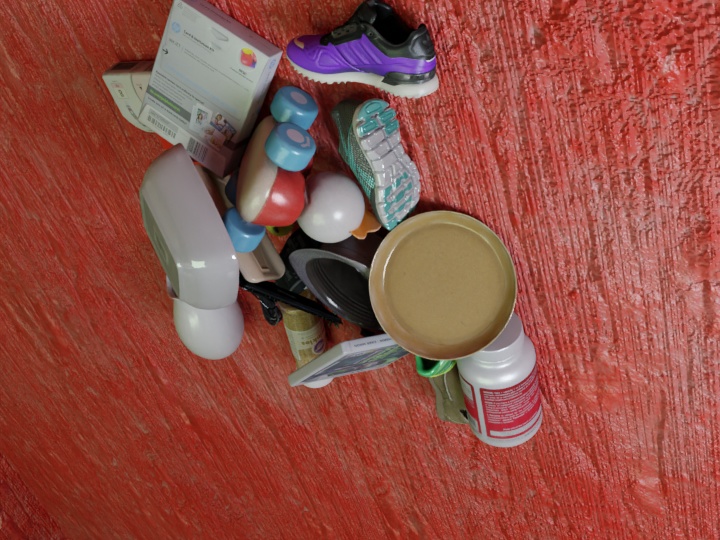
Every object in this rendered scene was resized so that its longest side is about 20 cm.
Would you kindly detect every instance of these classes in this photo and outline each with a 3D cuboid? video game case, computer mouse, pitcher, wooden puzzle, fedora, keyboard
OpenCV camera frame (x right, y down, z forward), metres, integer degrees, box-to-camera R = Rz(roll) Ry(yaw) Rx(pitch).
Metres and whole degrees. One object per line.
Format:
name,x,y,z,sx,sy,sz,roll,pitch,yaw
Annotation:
video game case,0.006,0.133,1.525,0.200,0.181,0.023,-37,66,55
computer mouse,-0.119,-0.020,1.562,0.141,0.046,0.200,58,134,23
pitcher,-0.287,0.052,1.758,0.201,0.121,0.172,73,174,-48
wooden puzzle,-0.183,-0.063,1.435,0.186,0.037,0.200,60,-173,1
fedora,0.000,0.000,1.434,0.176,0.091,0.200,-6,136,50
keyboard,-0.125,0.045,1.444,0.200,0.040,0.104,26,-176,-44

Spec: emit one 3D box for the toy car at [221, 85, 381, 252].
toy car,-0.063,-0.107,1.320,0.199,0.177,0.185,24,126,-18

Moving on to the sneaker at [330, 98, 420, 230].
sneaker,0.017,-0.145,1.285,0.091,0.077,0.201,29,145,44

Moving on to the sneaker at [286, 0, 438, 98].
sneaker,0.001,-0.272,1.147,0.199,0.070,0.100,15,133,25

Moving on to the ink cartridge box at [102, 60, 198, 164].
ink cartridge box,-0.284,-0.222,1.484,0.162,0.057,0.201,8,131,38

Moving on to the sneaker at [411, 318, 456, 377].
sneaker,0.106,0.058,1.374,0.074,0.084,0.201,4,107,26

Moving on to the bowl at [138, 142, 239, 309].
bowl,-0.235,-0.045,1.315,0.201,0.074,0.200,61,162,14

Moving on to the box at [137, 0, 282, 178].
box,-0.208,-0.249,1.328,0.155,0.041,0.201,34,127,9

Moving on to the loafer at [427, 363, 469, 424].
loafer,0.151,0.169,1.512,0.067,0.076,0.201,16,147,24

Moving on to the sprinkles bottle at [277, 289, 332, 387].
sprinkles bottle,-0.091,0.113,1.673,0.068,0.068,0.201,18,141,28

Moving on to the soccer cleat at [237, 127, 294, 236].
soccer cleat,-0.153,-0.139,1.454,0.084,0.065,0.201,26,149,49

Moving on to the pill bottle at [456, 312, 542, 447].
pill bottle,0.198,0.151,1.405,0.112,0.112,0.201,16,140,30

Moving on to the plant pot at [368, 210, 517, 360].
plant pot,0.111,0.020,1.316,0.199,0.027,0.201,1,96,12

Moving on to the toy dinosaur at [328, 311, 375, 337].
toy dinosaur,-0.005,0.059,1.543,0.199,0.047,0.089,28,119,22
